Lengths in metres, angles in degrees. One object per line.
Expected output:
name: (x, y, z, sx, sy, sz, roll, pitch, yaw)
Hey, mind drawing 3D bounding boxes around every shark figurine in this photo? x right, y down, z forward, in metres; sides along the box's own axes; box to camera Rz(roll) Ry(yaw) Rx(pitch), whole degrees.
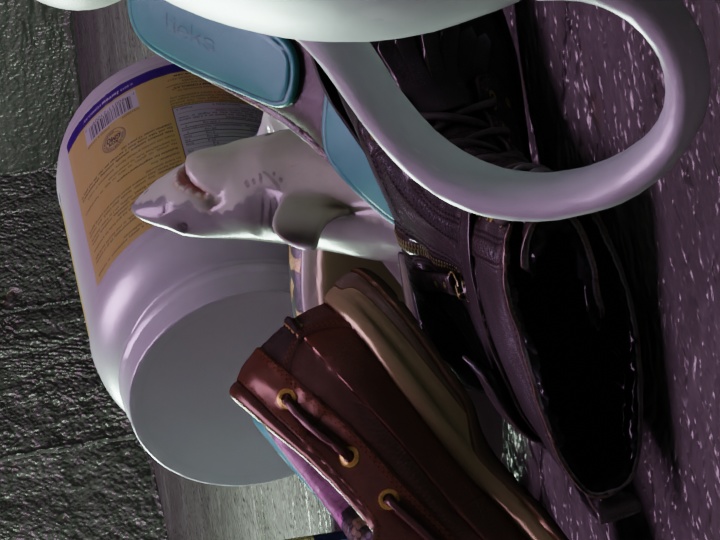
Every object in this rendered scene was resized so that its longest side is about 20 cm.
shark figurine: (0.020, 0.001, 1.154, 0.214, 0.128, 0.090, 38, 156, 47)

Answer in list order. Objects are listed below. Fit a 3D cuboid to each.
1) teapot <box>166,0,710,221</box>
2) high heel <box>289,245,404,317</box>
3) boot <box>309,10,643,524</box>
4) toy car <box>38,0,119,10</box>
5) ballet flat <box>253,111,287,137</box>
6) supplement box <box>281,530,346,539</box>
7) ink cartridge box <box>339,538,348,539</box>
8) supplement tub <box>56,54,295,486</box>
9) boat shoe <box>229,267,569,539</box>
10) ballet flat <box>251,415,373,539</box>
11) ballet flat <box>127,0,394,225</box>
teapot: (0.029, -0.131, 0.664, 0.200, 0.146, 0.197, 51, -124, -72)
high heel: (-0.005, 0.009, 1.292, 0.143, 0.071, 0.200, -136, 28, -67)
boot: (0.044, -0.029, 0.958, 0.174, 0.069, 0.200, -145, 35, -79)
toy car: (-0.132, -0.228, 1.345, 0.175, 0.150, 0.200, -51, -32, -37)
ballet flat: (-0.012, -0.057, 1.350, 0.200, 0.069, 0.069, 106, 154, -70)
supplement box: (-0.092, 0.275, 1.778, 0.134, 0.200, 0.200, 111, 149, -75)
ink cartridge box: (0.001, 0.227, 1.245, 0.146, 0.147, 0.200, 102, 157, -68)
supplement tub: (-0.071, -0.003, 1.504, 0.200, 0.145, 0.145, -109, 12, -50)
boat shoe: (0.031, 0.096, 0.979, 0.200, 0.068, 0.072, 55, 175, 14)
ballet flat: (0.028, 0.096, 1.160, 0.071, 0.069, 0.200, -50, 56, 24)
ballet flat: (0.001, -0.075, 1.116, 0.200, 0.067, 0.068, 37, 135, 26)
